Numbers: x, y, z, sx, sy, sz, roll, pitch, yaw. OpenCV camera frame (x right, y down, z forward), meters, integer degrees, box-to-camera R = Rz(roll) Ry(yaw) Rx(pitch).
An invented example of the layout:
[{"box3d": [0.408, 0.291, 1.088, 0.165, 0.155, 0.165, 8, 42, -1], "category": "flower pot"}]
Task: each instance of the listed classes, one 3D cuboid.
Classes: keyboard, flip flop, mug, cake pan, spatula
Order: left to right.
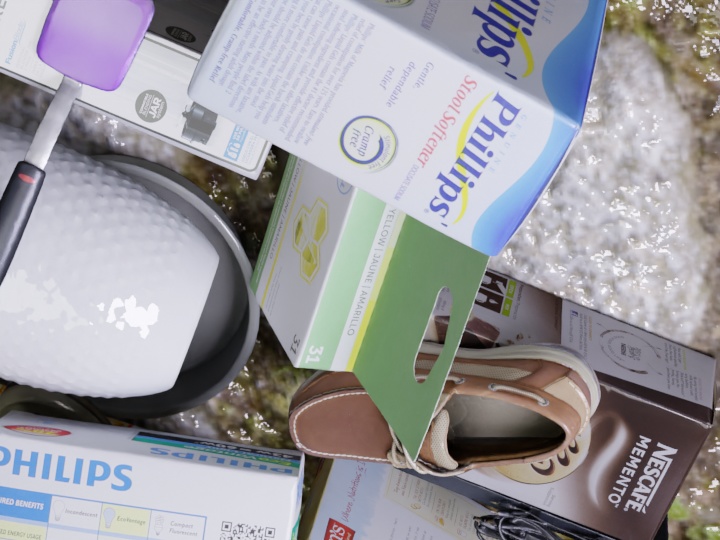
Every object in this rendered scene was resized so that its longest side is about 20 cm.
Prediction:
[{"box3d": [-0.181, -0.075, 1.284, 0.056, 0.021, 0.201, 25, 94, -4], "category": "spatula"}, {"box3d": [-0.189, 0.012, 1.400, 0.175, 0.148, 0.200, 20, 153, -5], "category": "mug"}, {"box3d": [-0.162, 0.149, 1.461, 0.081, 0.058, 0.200, -31, 115, 33], "category": "flip flop"}, {"box3d": [-0.161, 0.007, 1.484, 0.199, 0.037, 0.201, 5, 122, 8], "category": "cake pan"}, {"box3d": [0.107, 0.159, 1.480, 0.199, 0.104, 0.040, 21, 113, -1], "category": "keyboard"}]

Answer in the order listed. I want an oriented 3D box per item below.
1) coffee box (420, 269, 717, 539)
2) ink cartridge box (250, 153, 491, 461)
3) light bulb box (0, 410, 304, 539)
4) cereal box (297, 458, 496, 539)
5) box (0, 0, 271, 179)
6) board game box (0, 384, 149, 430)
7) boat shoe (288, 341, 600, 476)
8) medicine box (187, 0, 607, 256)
[{"box3d": [0.118, 0.084, 1.448, 0.199, 0.080, 0.113, 21, 122, -1], "category": "coffee box"}, {"box3d": [0.000, 0.000, 1.345, 0.048, 0.200, 0.146, 7, 117, -25], "category": "ink cartridge box"}, {"box3d": [-0.142, 0.201, 1.370, 0.197, 0.125, 0.201, 8, 93, -1], "category": "light bulb box"}, {"box3d": [0.051, 0.203, 1.499, 0.199, 0.144, 0.040, 31, 124, -7], "category": "cereal box"}, {"box3d": [-0.134, -0.137, 1.340, 0.199, 0.117, 0.060, 23, 114, -2], "category": "box"}, {"box3d": [-0.193, 0.160, 1.561, 0.199, 0.046, 0.152, 16, 138, 2], "category": "board game box"}, {"box3d": [0.045, 0.088, 1.376, 0.199, 0.072, 0.076, -9, 116, 19], "category": "boat shoe"}, {"box3d": [0.026, -0.132, 1.273, 0.199, 0.182, 0.103, 27, 123, -6], "category": "medicine box"}]
